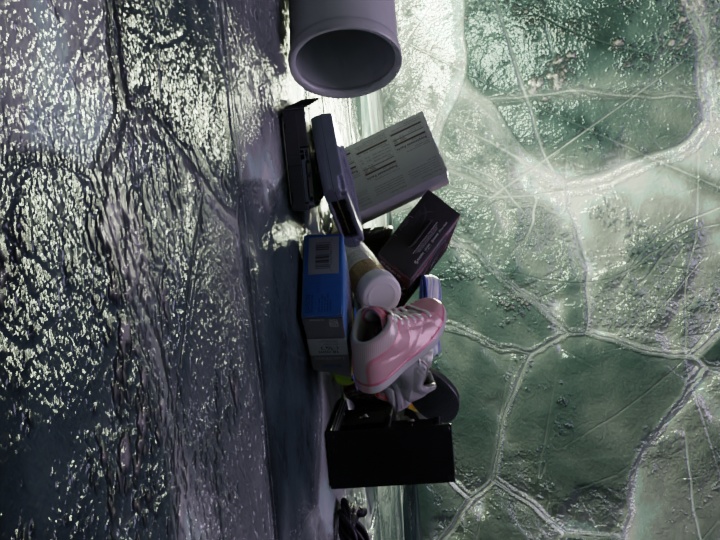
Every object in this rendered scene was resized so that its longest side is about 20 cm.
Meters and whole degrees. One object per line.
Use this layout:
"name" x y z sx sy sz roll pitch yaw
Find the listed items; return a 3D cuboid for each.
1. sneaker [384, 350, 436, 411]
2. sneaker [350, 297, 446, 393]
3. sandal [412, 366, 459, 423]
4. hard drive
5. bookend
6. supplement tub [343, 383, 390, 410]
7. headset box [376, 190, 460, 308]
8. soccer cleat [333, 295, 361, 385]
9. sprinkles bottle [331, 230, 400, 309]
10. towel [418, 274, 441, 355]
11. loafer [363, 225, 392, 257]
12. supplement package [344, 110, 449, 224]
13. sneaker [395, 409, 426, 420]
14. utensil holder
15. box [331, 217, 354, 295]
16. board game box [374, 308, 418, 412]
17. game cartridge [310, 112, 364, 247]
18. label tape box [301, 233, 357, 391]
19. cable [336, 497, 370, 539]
"sneaker" 0.061 0.131 1.674 0.079 0.098 0.201 -104 168 -44
"sneaker" 0.055 0.079 1.562 0.200 0.074 0.106 -42 132 -35
"sandal" 0.090 0.170 1.764 0.200 0.076 0.043 43 26 -13
"hard drive" -0.077 -0.171 1.546 0.200 0.037 0.143 -75 160 -76
"bookend" 0.054 0.271 1.740 0.199 0.196 0.094 -57 142 -80
"supplement tub" 0.020 0.168 1.938 0.107 0.105 0.204 69 17 -71
"headset box" 0.093 -0.036 1.854 0.149 0.075 0.200 -51 171 -17
"soccer cleat" 0.004 0.094 1.804 0.084 0.064 0.204 -138 -115 -88
"sprinkles bottle" 0.000 0.000 1.719 0.200 0.067 0.069 -129 -152 -59
"towel" 0.123 0.081 1.890 0.200 0.023 0.150 10 80 -80
"loafer" 0.025 -0.039 1.903 0.200 0.071 0.073 -1 86 -87
"supplement package" 0.040 -0.163 1.815 0.156 0.197 0.113 25 42 -83
"sneaker" 0.105 0.216 1.890 0.074 0.079 0.203 57 29 -47
"utensil holder" -0.029 -0.387 1.590 0.171 0.166 0.204 74 10 -64
"box" -0.031 -0.020 1.889 0.039 0.041 0.203 79 9 -52
"board game box" 0.062 0.146 1.850 0.030 0.094 0.202 -48 -148 39
"game cartridge" -0.033 -0.131 1.527 0.201 0.040 0.136 69 13 -66
"label tape box" -0.044 0.066 1.578 0.202 0.062 0.146 82 6 -52
"cable" -0.006 0.470 1.721 0.164 0.050 0.204 73 15 -66
